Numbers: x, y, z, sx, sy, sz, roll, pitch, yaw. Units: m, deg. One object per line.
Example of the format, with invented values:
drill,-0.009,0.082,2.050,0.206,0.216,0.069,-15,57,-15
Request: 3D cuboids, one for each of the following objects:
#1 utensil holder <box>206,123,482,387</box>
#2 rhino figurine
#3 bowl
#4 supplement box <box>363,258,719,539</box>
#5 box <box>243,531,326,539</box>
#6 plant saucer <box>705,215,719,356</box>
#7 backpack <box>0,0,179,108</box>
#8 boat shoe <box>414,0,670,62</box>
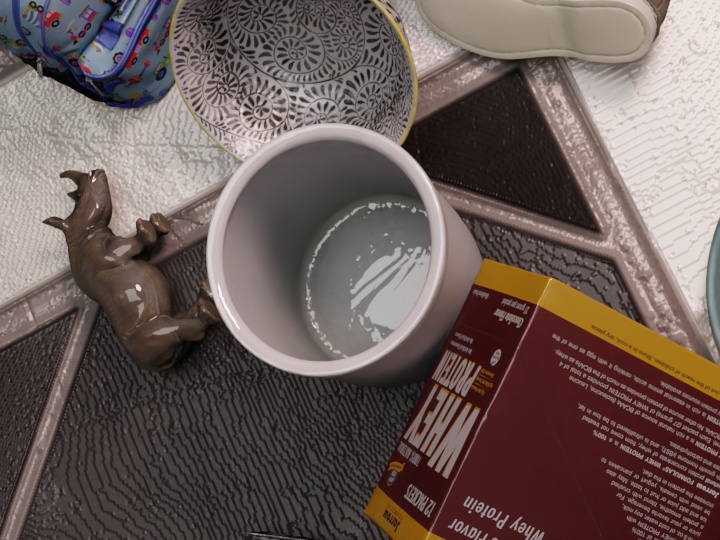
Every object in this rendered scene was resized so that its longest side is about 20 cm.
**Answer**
utensil holder,0.000,0.000,1.139,0.168,0.200,0.172,-2,81,15
rhino figurine,-0.191,-0.006,1.264,0.087,0.060,0.201,-44,70,16
bowl,-0.040,-0.174,1.214,0.198,0.095,0.202,11,129,13
supplement box,0.142,0.129,1.074,0.196,0.133,0.202,26,89,-16
box,0.001,0.288,1.177,0.198,0.044,0.162,4,83,15
plant saucer,0.297,0.005,1.076,0.027,0.200,0.203,5,81,-26
backpack,-0.212,-0.235,1.231,0.134,0.200,0.184,32,90,17
boat shoe,0.139,-0.205,1.206,0.200,0.073,0.060,12,44,28
